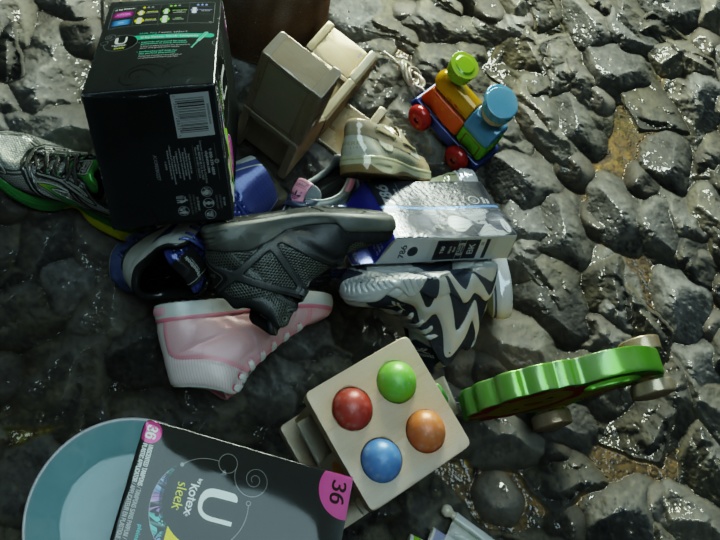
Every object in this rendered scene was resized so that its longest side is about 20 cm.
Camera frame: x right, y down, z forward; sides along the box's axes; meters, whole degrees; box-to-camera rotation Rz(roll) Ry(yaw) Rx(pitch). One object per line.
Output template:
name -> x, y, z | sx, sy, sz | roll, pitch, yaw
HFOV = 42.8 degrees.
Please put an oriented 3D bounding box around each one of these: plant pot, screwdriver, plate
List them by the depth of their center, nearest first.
plate -> -0.223, 0.245, 0.888 | 0.196, 0.026, 0.204 | 7, 65, -16
screwdriver -> 0.000, 0.000, 1.060 | 0.196, 0.028, 0.030 | -6, 98, -16
plant pot -> -0.104, -0.384, 1.096 | 0.183, 0.200, 0.191 | 7, 66, -15

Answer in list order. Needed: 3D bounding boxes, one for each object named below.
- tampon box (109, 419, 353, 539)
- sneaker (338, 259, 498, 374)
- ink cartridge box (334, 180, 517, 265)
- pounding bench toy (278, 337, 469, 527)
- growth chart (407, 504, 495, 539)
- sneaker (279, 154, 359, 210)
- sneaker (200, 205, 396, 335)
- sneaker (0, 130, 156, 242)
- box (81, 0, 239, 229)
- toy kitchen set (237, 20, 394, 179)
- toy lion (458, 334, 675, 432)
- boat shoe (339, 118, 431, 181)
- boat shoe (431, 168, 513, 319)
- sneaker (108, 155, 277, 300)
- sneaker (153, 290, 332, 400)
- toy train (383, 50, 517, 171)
tampon box -> -0.125, 0.246, 0.832 | 0.196, 0.126, 0.153 | 17, 64, -10
sneaker -> 0.061, 0.056, 1.000 | 0.196, 0.079, 0.133 | -9, 110, -39
ink cartridge box -> 0.066, -0.054, 1.008 | 0.196, 0.040, 0.100 | -5, 45, -26
pounding bench toy -> 0.041, 0.149, 0.939 | 0.198, 0.156, 0.125 | -27, 77, -26
growth chart -> 0.081, 0.344, 0.947 | 0.144, 0.018, 0.201 | 40, 62, 2
sneaker -> -0.077, -0.057, 1.022 | 0.069, 0.083, 0.200 | 26, 53, 31
sneaker -> -0.056, -0.004, 0.921 | 0.195, 0.076, 0.117 | -11, 103, -19
sneaker -> -0.305, -0.104, 0.977 | 0.196, 0.085, 0.079 | 20, 62, -8
box -> -0.189, -0.162, 0.912 | 0.121, 0.151, 0.202 | -5, 38, -3
toy kitchen set -> -0.014, -0.209, 1.062 | 0.162, 0.181, 0.201 | 36, 61, -1
toy lion -> 0.210, 0.121, 0.973 | 0.190, 0.198, 0.070 | 14, 58, -54
boat shoe -> 0.032, -0.134, 1.042 | 0.071, 0.199, 0.067 | -2, 91, 24
boat shoe -> 0.130, -0.030, 1.102 | 0.061, 0.072, 0.203 | -11, 61, -7
sneaker -> -0.162, -0.027, 0.948 | 0.198, 0.115, 0.081 | -36, 118, -10
sneaker -> -0.117, 0.079, 0.971 | 0.196, 0.075, 0.107 | -5, 84, -28
toy train -> 0.107, -0.232, 1.146 | 0.084, 0.116, 0.201 | -38, 83, -28
